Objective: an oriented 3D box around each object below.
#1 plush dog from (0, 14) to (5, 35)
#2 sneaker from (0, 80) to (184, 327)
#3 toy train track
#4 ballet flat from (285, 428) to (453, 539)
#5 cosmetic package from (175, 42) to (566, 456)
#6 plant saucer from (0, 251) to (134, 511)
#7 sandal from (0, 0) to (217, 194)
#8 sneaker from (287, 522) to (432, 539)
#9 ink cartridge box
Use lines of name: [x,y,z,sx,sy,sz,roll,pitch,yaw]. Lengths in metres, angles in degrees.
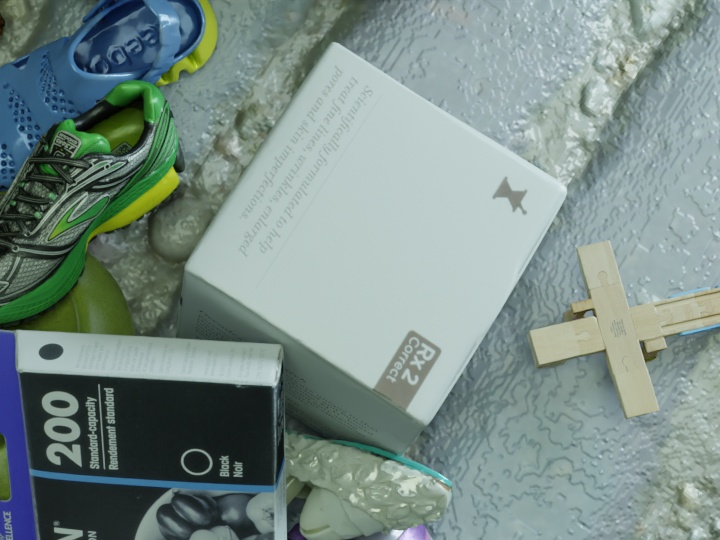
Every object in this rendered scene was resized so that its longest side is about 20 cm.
plush dog: [-0.250,-0.243,1.268,0.171,0.160,0.201,-32,84,17]
sneaker: [-0.191,-0.046,1.216,0.078,0.086,0.200,30,60,23]
toy train track: [0.203,0.033,1.299,0.198,0.033,0.116,-12,76,-10]
ballet flat: [-0.036,0.133,1.224,0.198,0.072,0.072,16,80,30]
cosmetic package: [0.000,0.000,1.197,0.164,0.200,0.166,32,74,2]
plant saucer: [-0.239,0.053,1.231,0.198,0.031,0.202,-4,60,7]
sandal: [-0.181,-0.124,1.273,0.200,0.087,0.080,-40,87,-6]
sneaker: [-0.035,0.201,1.242,0.198,0.081,0.089,-19,76,-10]
ink cartridge box: [-0.141,0.127,1.144,0.198,0.044,0.200,4,122,6]
